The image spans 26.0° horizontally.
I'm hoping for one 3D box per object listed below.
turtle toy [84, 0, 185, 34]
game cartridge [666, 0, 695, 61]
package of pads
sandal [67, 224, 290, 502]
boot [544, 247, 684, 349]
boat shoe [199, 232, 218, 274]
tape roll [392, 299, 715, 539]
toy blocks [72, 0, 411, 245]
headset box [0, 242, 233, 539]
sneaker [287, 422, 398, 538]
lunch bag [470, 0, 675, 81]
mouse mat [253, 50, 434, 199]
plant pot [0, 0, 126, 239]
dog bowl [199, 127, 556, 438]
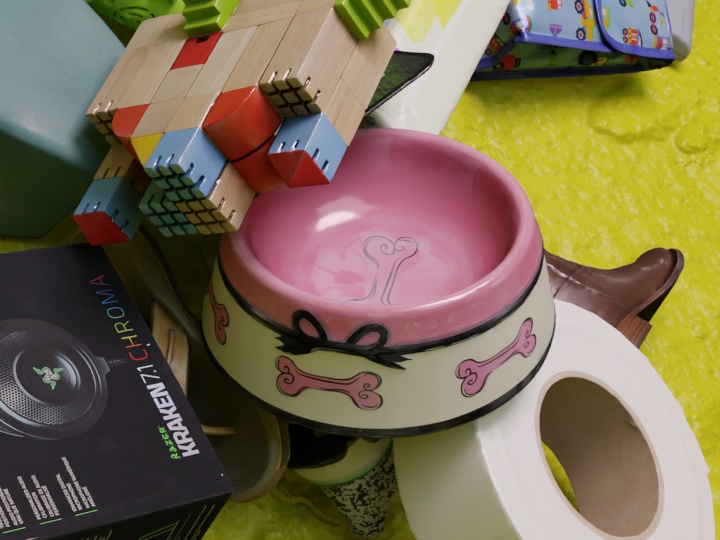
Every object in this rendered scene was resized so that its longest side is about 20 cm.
[{"bbox_3d":[-0.149,-0.208,0.995,0.146,0.101,0.200,26,10,-34],"label":"turtle toy"},{"bbox_3d":[0.192,-0.264,1.292,0.200,0.042,0.133,24,56,-15],"label":"game cartridge"},{"bbox_3d":[0.010,-0.127,1.024,0.068,0.154,0.200,43,50,-17],"label":"package of pads"},{"bbox_3d":[-0.117,0.051,0.884,0.054,0.080,0.200,-11,60,-54],"label":"sandal"},{"bbox_3d":[0.116,-0.018,1.080,0.200,0.064,0.186,31,28,8],"label":"boot"},{"bbox_3d":[0.000,0.000,0.965,0.200,0.057,0.069,0,38,10],"label":"boat shoe"},{"bbox_3d":[0.116,0.120,0.907,0.202,0.071,0.203,25,47,-31],"label":"tape roll"},{"bbox_3d":[-0.075,-0.078,0.818,0.100,0.200,0.137,51,48,-36],"label":"toy blocks"},{"bbox_3d":[-0.198,0.086,0.782,0.200,0.093,0.174,-8,54,-38],"label":"headset box"},{"bbox_3d":[0.021,0.089,0.965,0.200,0.077,0.089,-48,125,-47],"label":"sneaker"},{"bbox_3d":[0.160,-0.228,1.197,0.200,0.094,0.151,-4,79,-34],"label":"lunch bag"},{"bbox_3d":[-0.060,-0.089,0.921,0.161,0.200,0.008,-37,116,-16],"label":"mouse mat"},{"bbox_3d":[-0.239,-0.112,0.886,0.200,0.141,0.141,28,51,-27],"label":"plant pot"},{"bbox_3d":[0.010,-0.004,0.855,0.200,0.074,0.200,0,39,0],"label":"dog bowl"}]
